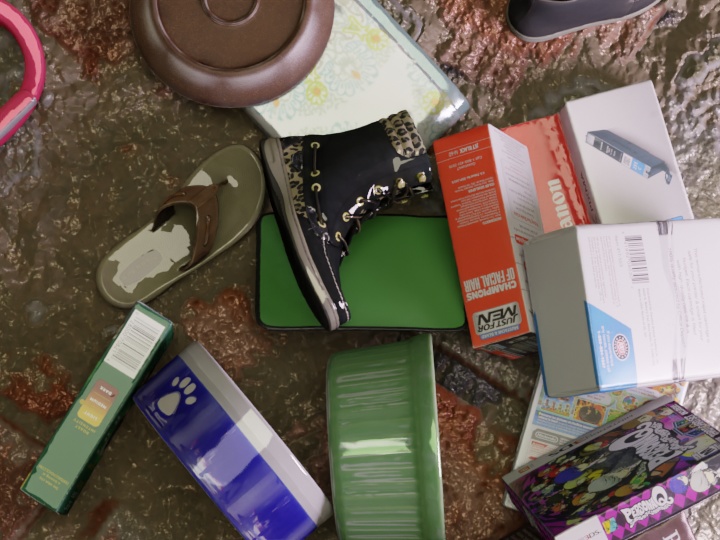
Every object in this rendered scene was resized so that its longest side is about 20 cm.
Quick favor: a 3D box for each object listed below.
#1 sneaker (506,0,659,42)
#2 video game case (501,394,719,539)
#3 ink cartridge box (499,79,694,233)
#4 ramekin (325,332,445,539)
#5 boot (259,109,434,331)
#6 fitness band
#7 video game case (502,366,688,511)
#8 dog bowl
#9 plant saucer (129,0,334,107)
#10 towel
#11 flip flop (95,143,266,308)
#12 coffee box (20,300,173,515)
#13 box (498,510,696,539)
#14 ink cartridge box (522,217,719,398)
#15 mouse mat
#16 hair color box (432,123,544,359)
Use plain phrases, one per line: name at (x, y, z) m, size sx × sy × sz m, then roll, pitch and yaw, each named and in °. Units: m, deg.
sneaker at (0.243, -0.286, 1.804) m, size 0.199 × 0.106 × 0.075 m, roll -26°, pitch 84°, yaw -8°
video game case at (0.233, 0.185, 1.658) m, size 0.180 × 0.200 × 0.036 m, roll -26°, pitch 102°, yaw -4°
ink cartridge box at (0.227, -0.066, 1.800) m, size 0.175 × 0.045 × 0.202 m, roll -16°, pitch 83°, yaw -8°
ramekin at (0.024, 0.160, 1.674) m, size 0.097 × 0.200 × 0.202 m, roll -4°, pitch 81°, yaw 2°
boot at (0.001, -0.054, 1.702) m, size 0.152 × 0.074 × 0.205 m, roll -16°, pitch 61°, yaw -7°
fitness band at (-0.393, -0.174, 1.762) m, size 0.200 × 0.037 × 0.144 m, roll -43°, pitch 84°, yaw -11°
video game case at (0.230, 0.148, 1.769) m, size 0.142 × 0.018 × 0.202 m, roll 16°, pitch 87°, yaw -2°
dog bowl at (-0.114, 0.164, 1.655) m, size 0.079 × 0.200 × 0.200 m, roll -40°, pitch 86°, yaw -7°
plant saucer at (-0.123, -0.257, 1.766) m, size 0.198 × 0.032 × 0.202 m, roll 0°, pitch 79°, yaw -1°
towel at (-0.018, -0.175, 1.796) m, size 0.171 × 0.048 × 0.200 m, roll -43°, pitch 87°, yaw -7°
flip flop at (-0.169, -0.041, 1.754) m, size 0.200 × 0.058 × 0.081 m, roll -39°, pitch 84°, yaw -8°
coffee box at (-0.239, 0.128, 1.691) m, size 0.044 × 0.123 × 0.201 m, roll 31°, pitch 81°, yaw -1°
box at (0.210, 0.312, 1.660) m, size 0.199 × 0.164 × 0.167 m, roll -29°, pitch 101°, yaw -8°
ink cartridge box at (0.258, 0.033, 1.687) m, size 0.199 × 0.086 × 0.148 m, roll -3°, pitch 83°, yaw -35°
mouse mat at (0.000, 0.000, 1.739) m, size 0.198 × 0.008 × 0.162 m, roll 2°, pitch 43°, yaw -4°
hair color box at (0.131, -0.025, 1.738) m, size 0.063 × 0.111 × 0.202 m, roll -17°, pitch 75°, yaw 21°
